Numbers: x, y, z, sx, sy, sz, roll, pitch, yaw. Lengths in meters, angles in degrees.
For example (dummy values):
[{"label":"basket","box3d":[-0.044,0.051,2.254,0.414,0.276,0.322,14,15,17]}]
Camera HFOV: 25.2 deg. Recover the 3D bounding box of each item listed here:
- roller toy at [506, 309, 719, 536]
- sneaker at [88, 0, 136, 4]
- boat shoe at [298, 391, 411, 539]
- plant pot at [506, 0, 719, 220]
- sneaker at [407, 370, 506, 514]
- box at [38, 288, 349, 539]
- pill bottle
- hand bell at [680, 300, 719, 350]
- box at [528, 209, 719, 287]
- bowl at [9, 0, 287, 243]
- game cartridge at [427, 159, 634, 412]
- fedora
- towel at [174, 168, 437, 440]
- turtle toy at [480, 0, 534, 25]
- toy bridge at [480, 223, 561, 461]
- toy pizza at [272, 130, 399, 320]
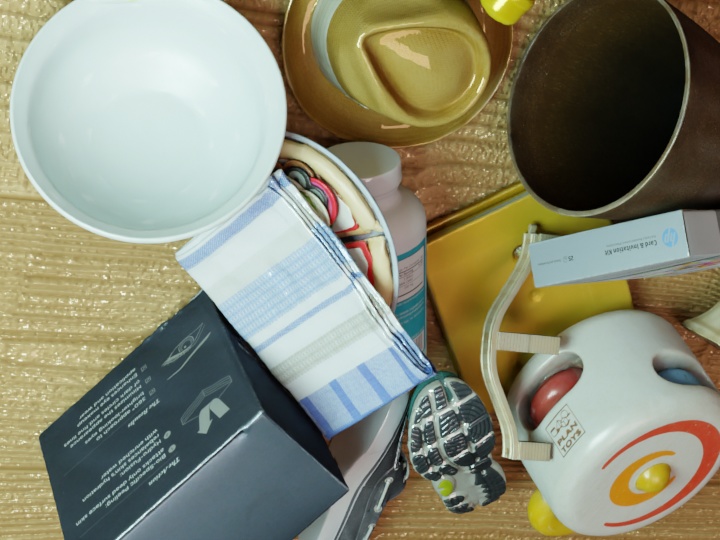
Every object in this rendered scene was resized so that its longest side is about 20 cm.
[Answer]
[{"label":"roller toy","box3d":[0.231,0.142,1.440,0.199,0.140,0.183,-22,139,-9]},{"label":"sneaker","box3d":[-0.116,-0.257,1.138,0.199,0.105,0.076,-30,92,-11]},{"label":"boat shoe","box3d":[0.011,0.178,1.444,0.067,0.072,0.201,14,114,-23]},{"label":"plant pot","box3d":[0.255,-0.118,1.326,0.199,0.187,0.188,13,113,-41]},{"label":"sneaker","box3d":[0.073,0.144,1.414,0.077,0.080,0.200,-24,145,-5]},{"label":"box","box3d":[-0.140,0.155,1.301,0.196,0.200,0.117,-41,123,6]},{"label":"pill bottle","box3d":[0.000,0.000,1.321,0.110,0.111,0.201,-9,119,-15]},{"label":"hand bell","box3d":[0.390,-0.009,1.485,0.104,0.104,0.201,29,93,-30]},{"label":"box","box3d":[0.262,-0.020,1.345,0.199,0.155,0.042,-5,84,-46]},{"label":"bowl","box3d":[-0.156,-0.105,1.197,0.199,0.090,0.203,2,74,-7]},{"label":"game cartridge","box3d":[0.149,0.015,1.433,0.175,0.032,0.201,-25,125,-6]},{"label":"fedora","box3d":[0.038,-0.171,1.258,0.199,0.082,0.202,-8,119,-15]},{"label":"towel","box3d":[-0.046,0.031,1.240,0.200,0.024,0.147,51,133,-5]},{"label":"turtle toy","box3d":[0.094,-0.290,1.202,0.199,0.101,0.146,30,115,-28]},{"label":"toy bridge","box3d":[0.137,0.061,1.373,0.067,0.027,0.202,5,89,-23]},{"label":"toy pizza","box3d":[-0.059,-0.014,1.259,0.032,0.199,0.201,-37,135,-47]}]
